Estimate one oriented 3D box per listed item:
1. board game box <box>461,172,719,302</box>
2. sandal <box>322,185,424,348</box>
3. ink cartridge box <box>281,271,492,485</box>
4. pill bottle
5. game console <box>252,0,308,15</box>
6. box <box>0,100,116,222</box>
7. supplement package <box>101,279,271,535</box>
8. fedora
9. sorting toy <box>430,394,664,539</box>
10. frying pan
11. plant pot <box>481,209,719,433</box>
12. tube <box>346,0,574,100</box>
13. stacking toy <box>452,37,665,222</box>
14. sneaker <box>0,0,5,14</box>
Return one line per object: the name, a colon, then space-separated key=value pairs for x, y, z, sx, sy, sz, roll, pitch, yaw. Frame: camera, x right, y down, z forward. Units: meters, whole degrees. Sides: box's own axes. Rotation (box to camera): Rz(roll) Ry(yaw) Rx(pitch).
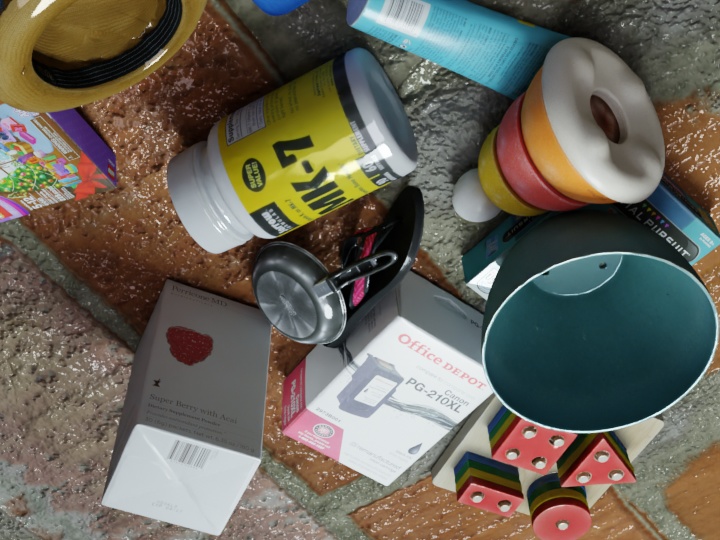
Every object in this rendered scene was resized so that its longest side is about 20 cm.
board game box: x=0.221 y=-0.020 z=1.013 sx=0.150 sy=0.047 sz=0.200 roll=35 pitch=120 yaw=-25
sandal: x=0.000 y=0.000 z=1.005 sx=0.045 sy=0.076 sz=0.201 roll=18 pitch=128 yaw=-25
ink cartridge box: x=0.032 y=0.112 z=1.086 sx=0.144 sy=0.085 sz=0.200 roll=30 pitch=121 yaw=-23
pill bottle: x=-0.060 y=-0.098 z=0.906 sx=0.198 sy=0.115 sz=0.115 roll=-25 pitch=124 yaw=17
game console: x=-0.042 y=-0.317 z=0.798 sx=0.198 sy=0.118 sz=0.172 roll=-26 pitch=93 yaw=17
box: x=-0.312 y=-0.115 z=0.884 sx=0.135 sy=0.040 sz=0.200 roll=-14 pitch=151 yaw=10
supplement package: x=-0.164 y=0.129 z=1.021 sx=0.120 sy=0.201 sz=0.120 roll=18 pitch=126 yaw=-15
fedora: x=-0.207 y=-0.204 z=0.792 sx=0.200 sy=0.200 sz=0.082 roll=-40 pitch=78 yaw=25
sorting toy: x=0.212 y=0.219 z=1.182 sx=0.197 sy=0.070 sz=0.201 roll=20 pitch=124 yaw=-16
frying pan: x=-0.035 y=0.030 z=0.998 sx=0.188 sy=0.031 sz=0.116 roll=7 pitch=124 yaw=39
plant pot: x=0.200 y=0.025 z=0.932 sx=0.197 sy=0.135 sz=0.202 roll=0 pitch=127 yaw=0
tube: x=0.086 y=-0.195 z=0.879 sx=0.198 sy=0.051 sz=0.078 roll=17 pitch=138 yaw=-22
stacking toy: x=0.149 y=-0.096 z=0.917 sx=0.146 sy=0.147 sz=0.199 roll=35 pitch=140 yaw=-25
sneaker: x=-0.306 y=-0.222 z=0.789 sx=0.079 sy=0.131 sz=0.201 roll=23 pitch=124 yaw=-9
